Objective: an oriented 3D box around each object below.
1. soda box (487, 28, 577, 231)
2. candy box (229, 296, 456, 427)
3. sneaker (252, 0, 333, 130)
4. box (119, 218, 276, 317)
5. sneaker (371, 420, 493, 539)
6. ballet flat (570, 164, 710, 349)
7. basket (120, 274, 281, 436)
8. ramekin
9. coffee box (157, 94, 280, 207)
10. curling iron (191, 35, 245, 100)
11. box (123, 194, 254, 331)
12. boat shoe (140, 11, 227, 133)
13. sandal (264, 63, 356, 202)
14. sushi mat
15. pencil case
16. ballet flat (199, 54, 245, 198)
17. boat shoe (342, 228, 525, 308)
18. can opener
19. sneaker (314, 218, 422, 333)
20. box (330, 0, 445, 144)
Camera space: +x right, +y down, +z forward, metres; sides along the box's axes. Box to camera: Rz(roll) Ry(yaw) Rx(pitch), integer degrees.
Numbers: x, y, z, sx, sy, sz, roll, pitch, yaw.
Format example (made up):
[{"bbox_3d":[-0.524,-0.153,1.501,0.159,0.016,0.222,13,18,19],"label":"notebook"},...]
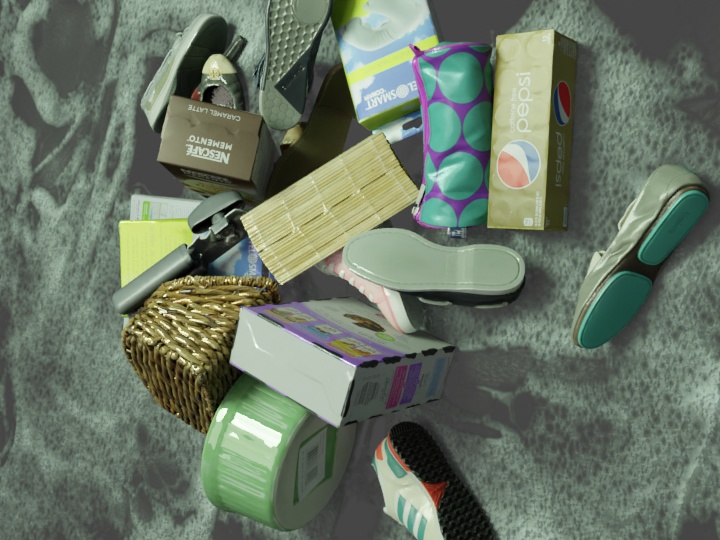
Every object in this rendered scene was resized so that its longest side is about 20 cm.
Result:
[{"bbox_3d":[0.180,-0.143,0.894,0.067,0.064,0.203,4,93,37],"label":"soda box"},{"bbox_3d":[-0.016,0.095,0.963,0.167,0.199,0.072,24,105,34],"label":"candy box"},{"bbox_3d":[-0.082,-0.284,1.041,0.076,0.146,0.204,14,108,-8],"label":"sneaker"},{"bbox_3d":[-0.201,-0.004,1.081,0.197,0.048,0.124,-1,93,4],"label":"box"},{"bbox_3d":[0.078,0.279,0.988,0.201,0.070,0.094,58,139,19],"label":"sneaker"},{"bbox_3d":[0.265,-0.014,0.841,0.201,0.067,0.064,-59,31,21],"label":"ballet flat"},{"bbox_3d":[-0.188,0.085,1.036,0.142,0.149,0.201,27,150,18],"label":"basket"},{"bbox_3d":[-0.089,0.212,1.030,0.097,0.199,0.202,19,102,28],"label":"ramekin"},{"bbox_3d":[-0.169,-0.140,1.057,0.113,0.200,0.081,12,85,2],"label":"coffee box"},{"bbox_3d":[-0.219,-0.250,1.229,0.049,0.026,0.201,38,109,8],"label":"curling iron"},{"bbox_3d":[-0.241,0.000,1.203,0.175,0.096,0.203,7,95,37],"label":"box"},{"bbox_3d":[-0.259,-0.291,1.229,0.065,0.074,0.202,51,126,20],"label":"boat shoe"},{"bbox_3d":[-0.061,-0.166,1.094,0.213,0.077,0.070,-61,25,12],"label":"sandal"},{"bbox_3d":[-0.035,-0.072,0.989,0.199,0.012,0.096,-31,83,3],"label":"sushi mat"},{"bbox_3d":[0.098,-0.141,0.918,0.085,0.091,0.202,-135,41,-71],"label":"pencil case"},{"bbox_3d":[-0.197,-0.199,1.185,0.066,0.057,0.203,2,94,20],"label":"ballet flat"},{"bbox_3d":[0.079,0.005,0.931,0.198,0.060,0.076,12,64,13],"label":"boat shoe"},{"bbox_3d":[-0.215,-0.020,1.034,0.199,0.053,0.067,-35,58,6],"label":"can opener"},{"bbox_3d":[0.000,0.000,1.019,0.104,0.075,0.202,-29,65,19],"label":"sneaker"},{"bbox_3d":[0.038,-0.259,0.998,0.121,0.048,0.202,-19,78,20],"label":"box"}]
